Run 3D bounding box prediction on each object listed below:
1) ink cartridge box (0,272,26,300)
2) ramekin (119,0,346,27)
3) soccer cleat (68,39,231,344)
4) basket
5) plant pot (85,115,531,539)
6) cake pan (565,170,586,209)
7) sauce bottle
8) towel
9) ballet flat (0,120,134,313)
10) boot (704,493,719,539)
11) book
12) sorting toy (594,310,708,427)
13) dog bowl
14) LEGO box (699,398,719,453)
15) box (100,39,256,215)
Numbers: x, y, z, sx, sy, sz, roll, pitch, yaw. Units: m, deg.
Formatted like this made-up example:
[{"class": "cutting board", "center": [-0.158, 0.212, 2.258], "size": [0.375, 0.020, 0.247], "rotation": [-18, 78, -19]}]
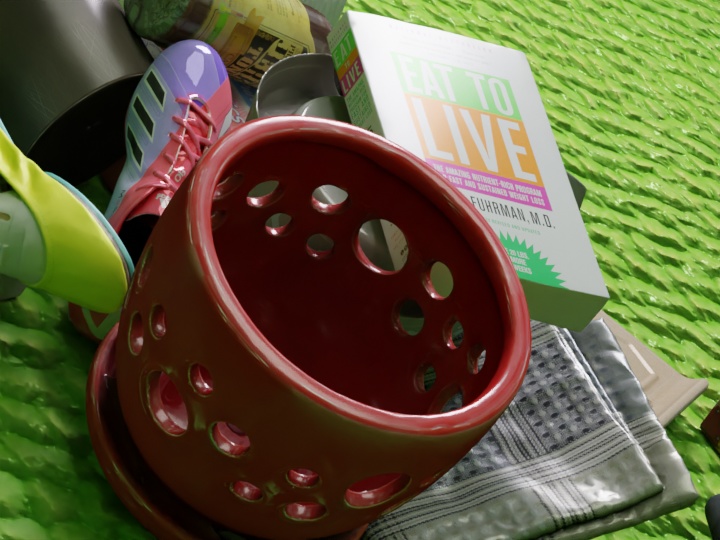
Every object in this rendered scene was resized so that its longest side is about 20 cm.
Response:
[{"class": "ink cartridge box", "center": [-0.266, -0.011, 1.269], "size": [0.095, 0.037, 0.200], "rotation": [43, 24, 15]}, {"class": "ramekin", "center": [-0.100, -0.228, 1.774], "size": [0.199, 0.105, 0.201], "rotation": [27, 26, -14]}, {"class": "soccer cleat", "center": [-0.114, -0.049, 1.361], "size": [0.066, 0.076, 0.201], "rotation": [27, 68, -17]}, {"class": "basket", "center": [-0.220, -0.157, 1.461], "size": [0.136, 0.181, 0.200], "rotation": [-27, 71, -31]}, {"class": "plant pot", "center": [-0.040, 0.049, 1.227], "size": [0.200, 0.183, 0.201], "rotation": [22, 44, -22]}, {"class": "cake pan", "center": [0.075, -0.087, 1.630], "size": [0.200, 0.037, 0.200], "rotation": [32, 1, -1]}, {"class": "sauce bottle", "center": [-0.059, -0.147, 1.482], "size": [0.199, 0.065, 0.065], "rotation": [18, 28, -46]}, {"class": "towel", "center": [0.075, 0.091, 1.378], "size": [0.199, 0.035, 0.193], "rotation": [-15, 42, -13]}, {"class": "ballet flat", "center": [-0.204, -0.039, 1.299], "size": [0.067, 0.067, 0.200], "rotation": [-20, 54, -36]}, {"class": "boot", "center": [0.242, 0.197, 1.477], "size": [0.165, 0.066, 0.200], "rotation": [37, 27, -15]}, {"class": "book", "center": [0.059, -0.060, 1.385], "size": [0.133, 0.048, 0.201], "rotation": [13, 43, -32]}, {"class": "sorting toy", "center": [0.134, 0.055, 1.646], "size": [0.200, 0.037, 0.185], "rotation": [35, 23, 14]}, {"class": "dog bowl", "center": [0.009, -0.038, 1.396], "size": [0.199, 0.059, 0.201], "rotation": [27, 33, -20]}, {"class": "LEGO box", "center": [0.353, 0.125, 1.645], "size": [0.077, 0.149, 0.200], "rotation": [9, 35, -42]}, {"class": "box", "center": [-0.094, -0.070, 1.504], "size": [0.094, 0.103, 0.200], "rotation": [9, 34, -42]}]
